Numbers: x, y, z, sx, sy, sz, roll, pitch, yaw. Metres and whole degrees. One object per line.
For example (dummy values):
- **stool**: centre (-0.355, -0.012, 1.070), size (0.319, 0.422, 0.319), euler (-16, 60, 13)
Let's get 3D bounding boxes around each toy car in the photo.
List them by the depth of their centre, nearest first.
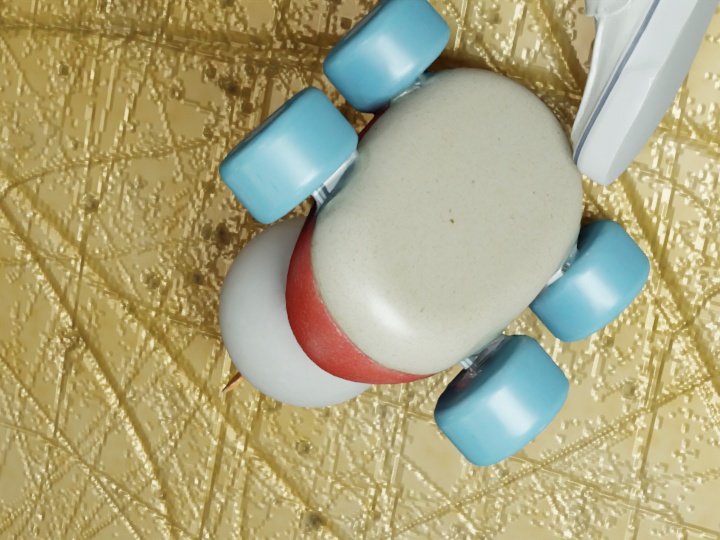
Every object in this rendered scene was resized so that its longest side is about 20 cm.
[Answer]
- **toy car**: centre (0.000, 0.000, 0.938), size (0.184, 0.177, 0.200), euler (48, 141, -10)

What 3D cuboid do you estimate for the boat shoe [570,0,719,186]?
- **boat shoe**: centre (0.133, -0.141, 0.885), size (0.065, 0.072, 0.201), euler (25, 107, 17)
